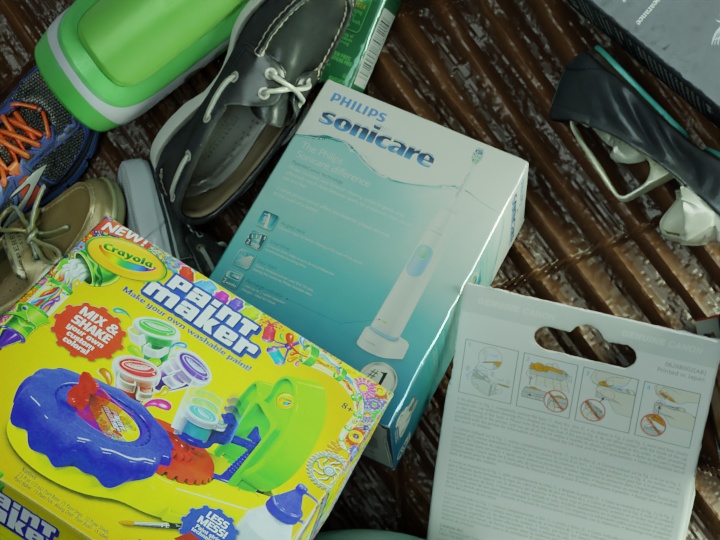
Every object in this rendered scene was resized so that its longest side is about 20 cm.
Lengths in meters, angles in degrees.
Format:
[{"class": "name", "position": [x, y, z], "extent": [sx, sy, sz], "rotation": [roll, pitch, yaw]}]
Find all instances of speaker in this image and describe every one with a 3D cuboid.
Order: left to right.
[{"class": "speaker", "position": [-0.114, -0.177, 1.043], "extent": [0.200, 0.088, 0.088], "rotation": [-35, 80, 13]}]

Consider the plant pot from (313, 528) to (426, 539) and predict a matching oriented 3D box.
[{"class": "plant pot", "position": [-0.026, 0.246, 0.998], "extent": [0.134, 0.200, 0.200], "rotation": [18, 92, 24]}]

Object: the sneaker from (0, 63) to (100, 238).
[{"class": "sneaker", "position": [-0.253, -0.067, 1.118], "extent": [0.075, 0.078, 0.200], "rotation": [37, 97, 12]}]

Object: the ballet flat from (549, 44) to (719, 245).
[{"class": "ballet flat", "position": [0.198, -0.060, 1.012], "extent": [0.200, 0.073, 0.073], "rotation": [42, 98, 18]}]

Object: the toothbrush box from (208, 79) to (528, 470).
[{"class": "toothbrush box", "position": [0.000, 0.000, 1.013], "extent": [0.146, 0.085, 0.200], "rotation": [23, 69, 13]}]

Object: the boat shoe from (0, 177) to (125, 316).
[{"class": "boat shoe", "position": [-0.240, 0.009, 1.102], "extent": [0.200, 0.063, 0.073], "rotation": [-47, 44, 14]}]

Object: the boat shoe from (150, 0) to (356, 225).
[{"class": "boat shoe", "position": [-0.066, -0.111, 1.029], "extent": [0.200, 0.074, 0.060], "rotation": [-45, 44, 24]}]

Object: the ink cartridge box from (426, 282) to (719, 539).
[{"class": "ink cartridge box", "position": [0.130, 0.107, 0.996], "extent": [0.162, 0.050, 0.200], "rotation": [13, 113, 14]}]

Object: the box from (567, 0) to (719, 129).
[{"class": "box", "position": [0.240, -0.171, 0.986], "extent": [0.200, 0.104, 0.148], "rotation": [43, 98, 11]}]

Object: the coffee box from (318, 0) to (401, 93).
[{"class": "coffee box", "position": [-0.017, -0.230, 1.083], "extent": [0.123, 0.044, 0.200], "rotation": [23, 94, 15]}]

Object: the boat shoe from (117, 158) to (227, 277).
[{"class": "boat shoe", "position": [-0.111, 0.011, 1.090], "extent": [0.071, 0.072, 0.200], "rotation": [-15, 72, -18]}]

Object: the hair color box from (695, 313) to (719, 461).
[{"class": "hair color box", "position": [0.245, 0.069, 0.923], "extent": [0.061, 0.200, 0.102], "rotation": [-9, 85, 3]}]

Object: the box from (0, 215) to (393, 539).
[{"class": "box", "position": [-0.123, 0.109, 0.888], "extent": [0.200, 0.193, 0.122], "rotation": [31, 134, 6]}]
